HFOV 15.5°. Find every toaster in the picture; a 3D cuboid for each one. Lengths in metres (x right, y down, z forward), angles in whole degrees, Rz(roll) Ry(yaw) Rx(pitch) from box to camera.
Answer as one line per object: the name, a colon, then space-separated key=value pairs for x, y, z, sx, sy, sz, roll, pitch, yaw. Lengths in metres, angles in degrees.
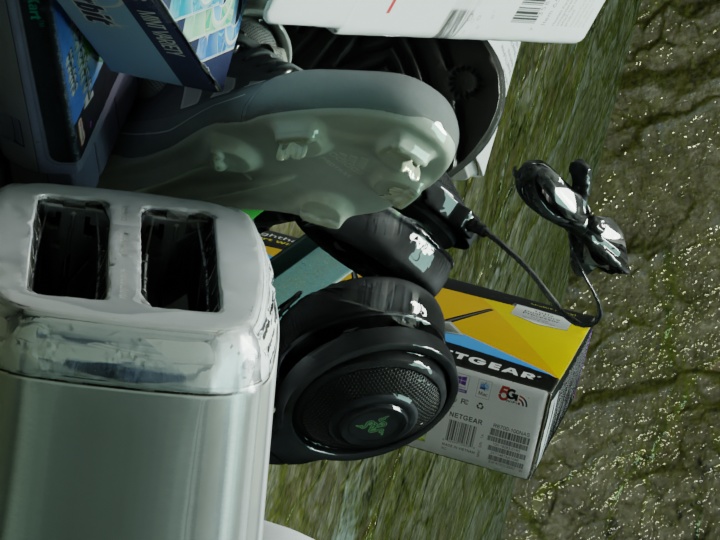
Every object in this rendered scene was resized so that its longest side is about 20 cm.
toaster: x=-0.084 y=0.054 z=0.849 sx=0.200 sy=0.113 sz=0.130 roll=-99 pitch=-164 yaw=-70

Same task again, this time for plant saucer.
plant saucer: x=-0.075 y=0.037 z=1.061 sx=0.200 sy=0.019 sz=0.070 roll=-37 pitch=-171 yaw=-16

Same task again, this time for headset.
headset: x=0.000 y=0.000 z=0.940 sx=0.094 sy=0.199 sz=0.124 roll=43 pitch=48 yaw=-49

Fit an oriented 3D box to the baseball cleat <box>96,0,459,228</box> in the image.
baseball cleat: x=-0.036 y=-0.063 z=0.935 sx=0.070 sy=0.200 sz=0.107 roll=37 pitch=59 yaw=-35

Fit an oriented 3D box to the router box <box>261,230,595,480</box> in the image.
router box: x=0.008 y=0.037 z=1.336 sx=0.149 sy=0.199 sz=0.051 roll=-46 pitch=150 yaw=-72

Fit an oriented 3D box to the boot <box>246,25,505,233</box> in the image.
boot: x=-0.027 y=-0.057 z=1.094 sx=0.158 sy=0.210 sz=0.080 roll=-20 pitch=94 yaw=-73

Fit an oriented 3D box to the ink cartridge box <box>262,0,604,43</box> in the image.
ink cartridge box: x=0.030 y=-0.148 z=0.941 sx=0.200 sy=0.067 sz=0.116 roll=-3 pitch=129 yaw=-53

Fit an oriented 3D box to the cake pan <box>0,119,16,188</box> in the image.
cake pan: x=-0.135 y=-0.081 z=0.890 sx=0.200 sy=0.037 sz=0.201 roll=13 pitch=90 yaw=-80

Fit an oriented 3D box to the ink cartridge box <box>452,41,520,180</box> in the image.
ink cartridge box: x=0.010 y=-0.160 z=1.256 sx=0.084 sy=0.145 sz=0.201 roll=59 pitch=45 yaw=-74

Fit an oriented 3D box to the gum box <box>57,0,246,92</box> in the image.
gum box: x=-0.053 y=-0.176 z=0.816 sx=0.170 sy=0.044 sz=0.201 roll=58 pitch=44 yaw=-76

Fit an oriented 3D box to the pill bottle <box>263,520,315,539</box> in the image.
pill bottle: x=-0.062 y=0.199 z=0.985 sx=0.114 sy=0.114 sz=0.200 roll=89 pitch=12 yaw=-52

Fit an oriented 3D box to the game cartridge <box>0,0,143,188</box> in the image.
game cartridge: x=-0.092 y=-0.123 z=0.874 sx=0.200 sy=0.038 sz=0.130 roll=88 pitch=14 yaw=-54
